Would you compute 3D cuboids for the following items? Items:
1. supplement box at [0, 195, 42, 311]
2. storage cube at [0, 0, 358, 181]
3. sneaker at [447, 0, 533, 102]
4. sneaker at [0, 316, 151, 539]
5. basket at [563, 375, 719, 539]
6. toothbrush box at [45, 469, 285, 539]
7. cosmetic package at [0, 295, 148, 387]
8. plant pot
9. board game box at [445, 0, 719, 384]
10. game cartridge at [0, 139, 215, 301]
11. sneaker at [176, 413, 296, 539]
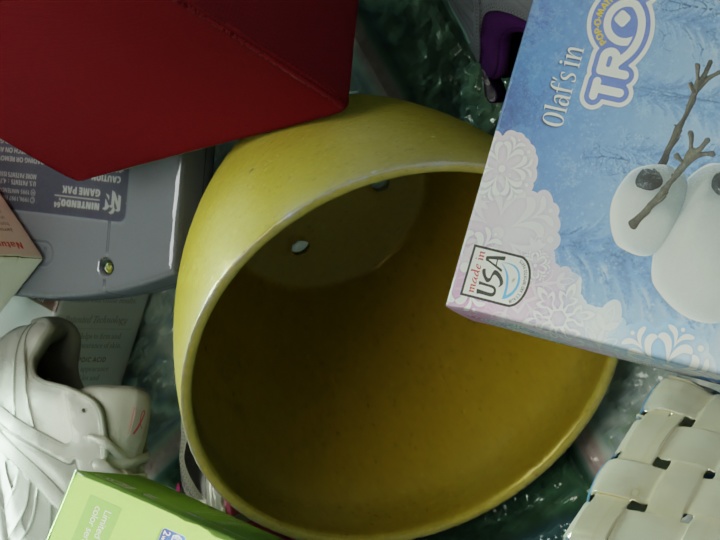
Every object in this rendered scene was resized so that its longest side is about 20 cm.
[{"bbox_3d":[-0.259,-0.056,1.420,0.074,0.126,0.200,-47,64,25],"label":"supplement box"},{"bbox_3d":[-0.111,-0.161,1.286,0.199,0.180,0.172,-12,60,39],"label":"storage cube"},{"bbox_3d":[0.117,-0.142,1.310,0.200,0.074,0.088,-24,85,46],"label":"sneaker"},{"bbox_3d":[-0.132,0.102,1.402,0.099,0.078,0.200,-40,64,15],"label":"sneaker"},{"bbox_3d":[0.170,0.145,1.189,0.176,0.200,0.139,13,60,37],"label":"basket"},{"bbox_3d":[-0.052,0.190,1.288,0.199,0.086,0.146,22,91,17],"label":"toothbrush box"},{"bbox_3d":[-0.160,-0.011,1.511,0.101,0.074,0.201,25,105,34],"label":"cosmetic package"},{"bbox_3d":[0.000,0.000,1.329,0.200,0.199,0.142,-57,33,22],"label":"plant pot"},{"bbox_3d":[0.155,-0.055,1.182,0.198,0.043,0.201,14,85,24],"label":"board game box"},{"bbox_3d":[-0.153,-0.053,1.442,0.199,0.041,0.134,7,89,36],"label":"game cartridge"},{"bbox_3d":[-0.076,0.144,1.437,0.087,0.074,0.201,-5,90,32],"label":"sneaker"}]
